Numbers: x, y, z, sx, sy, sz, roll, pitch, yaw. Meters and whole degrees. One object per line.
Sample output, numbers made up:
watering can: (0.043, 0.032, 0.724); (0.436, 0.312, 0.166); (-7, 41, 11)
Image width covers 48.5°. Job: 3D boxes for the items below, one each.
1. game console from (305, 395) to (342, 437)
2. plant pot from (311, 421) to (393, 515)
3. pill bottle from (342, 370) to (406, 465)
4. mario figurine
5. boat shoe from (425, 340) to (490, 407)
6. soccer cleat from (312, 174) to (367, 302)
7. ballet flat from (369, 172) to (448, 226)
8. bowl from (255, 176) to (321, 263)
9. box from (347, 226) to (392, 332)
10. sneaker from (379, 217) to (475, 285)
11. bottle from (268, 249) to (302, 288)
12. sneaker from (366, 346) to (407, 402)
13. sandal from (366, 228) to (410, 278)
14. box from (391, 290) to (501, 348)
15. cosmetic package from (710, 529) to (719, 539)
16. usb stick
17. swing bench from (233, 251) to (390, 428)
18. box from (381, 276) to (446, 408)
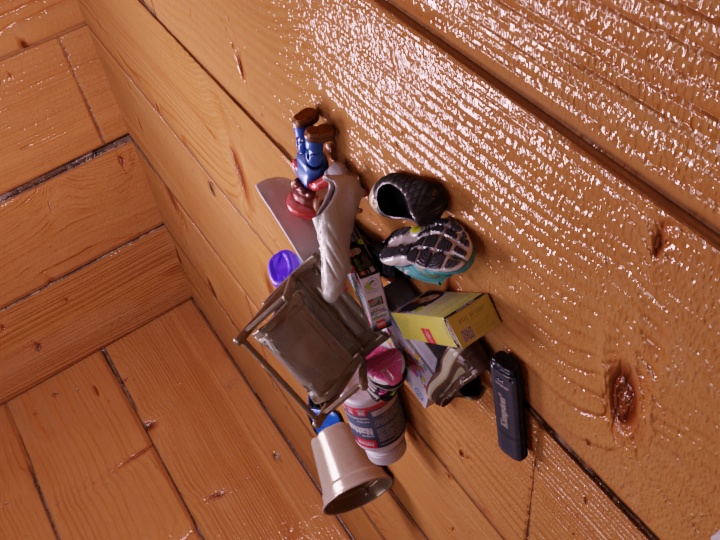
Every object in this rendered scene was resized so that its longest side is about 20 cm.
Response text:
game console: (-0.084, 0.449, 2.369); (0.168, 0.119, 0.203); (2, 126, 33)
plant pot: (-0.039, 0.508, 2.096); (0.202, 0.197, 0.186); (92, 156, -58)
pill bottle: (0.033, 0.304, 1.665); (0.119, 0.118, 0.203); (37, 150, 52)
mario figurine: (-0.069, -0.173, 1.347); (0.202, 0.104, 0.125); (97, 177, -45)
boat shoe: (0.152, 0.171, 1.215); (0.075, 0.074, 0.203); (47, 158, 20)
soccer cleat: (-0.046, -0.052, 1.270); (0.069, 0.076, 0.204); (8, 87, 66)
ballet flat: (0.053, -0.097, 1.107); (0.067, 0.056, 0.199); (66, 162, -15)
bowl: (-0.107, -0.080, 1.493); (0.201, 0.074, 0.200); (57, 179, 15)
box: (0.000, 0.000, 1.349); (0.201, 0.034, 0.112); (-117, 10, -55)
sneaker: (0.103, -0.020, 1.096); (0.079, 0.078, 0.199); (38, 168, -20)
bottle: (-0.107, 0.032, 1.621); (0.200, 0.065, 0.085); (40, -155, -50)
sneaker: (0.046, 0.190, 1.408); (0.089, 0.073, 0.200); (63, 167, -9)
sandal: (0.043, -0.014, 1.273); (0.076, 0.047, 0.200); (62, 162, -2)
box: (0.118, 0.068, 1.150); (0.051, 0.075, 0.199); (63, 161, -9)
cosmetic package: (0.385, 0.225, 0.649); (0.102, 0.071, 0.201); (54, 160, 21)
usb stick: (0.213, 0.198, 1.144); (0.055, 0.032, 0.202); (44, 155, 45)
swing bench: (-0.073, 0.110, 1.322); (0.199, 0.129, 0.200); (48, -158, -7)
box: (0.091, 0.127, 1.367); (0.157, 0.041, 0.201); (54, 162, 25)
